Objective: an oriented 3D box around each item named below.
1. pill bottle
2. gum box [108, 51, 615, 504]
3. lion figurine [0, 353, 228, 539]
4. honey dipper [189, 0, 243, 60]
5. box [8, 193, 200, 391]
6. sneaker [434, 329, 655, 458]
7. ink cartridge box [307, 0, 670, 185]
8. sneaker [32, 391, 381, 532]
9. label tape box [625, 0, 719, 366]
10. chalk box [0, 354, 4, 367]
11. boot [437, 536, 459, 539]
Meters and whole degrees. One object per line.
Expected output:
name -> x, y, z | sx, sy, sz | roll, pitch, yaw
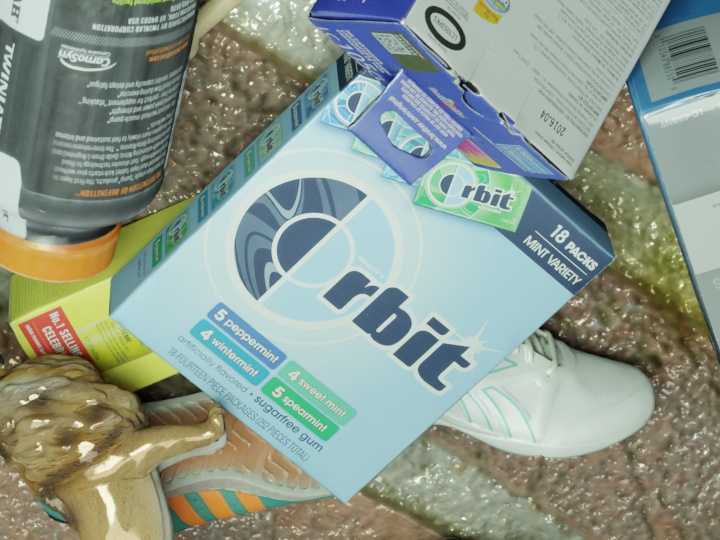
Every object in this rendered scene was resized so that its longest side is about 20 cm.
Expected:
pill bottle -> -0.140, -0.094, 1.333 | 0.106, 0.106, 0.200 | 8, 120, -10
gum box -> 0.000, 0.000, 1.381 | 0.170, 0.045, 0.200 | 40, 108, -21
lion figurine -> -0.119, 0.135, 1.392 | 0.122, 0.072, 0.201 | -14, 85, -3
honey dipper -> -0.028, -0.166, 1.339 | 0.200, 0.038, 0.038 | -38, 118, 19
box -> -0.082, 0.003, 1.432 | 0.200, 0.050, 0.075 | -22, 121, 9
sneaker -> 0.067, 0.049, 1.464 | 0.200, 0.070, 0.080 | 8, 118, -9
ink cartridge box -> 0.068, -0.136, 1.272 | 0.136, 0.076, 0.200 | 40, 71, -36
sneaker -> -0.084, 0.105, 1.493 | 0.199, 0.072, 0.080 | -3, 162, -18
label tape box -> 0.186, -0.041, 1.373 | 0.066, 0.143, 0.200 | -19, 122, 8
chalk box -> -0.297, 0.001, 1.341 | 0.124, 0.125, 0.200 | -38, 78, 12
boot -> 0.068, 0.239, 1.592 | 0.146, 0.070, 0.200 | -3, 121, 4
